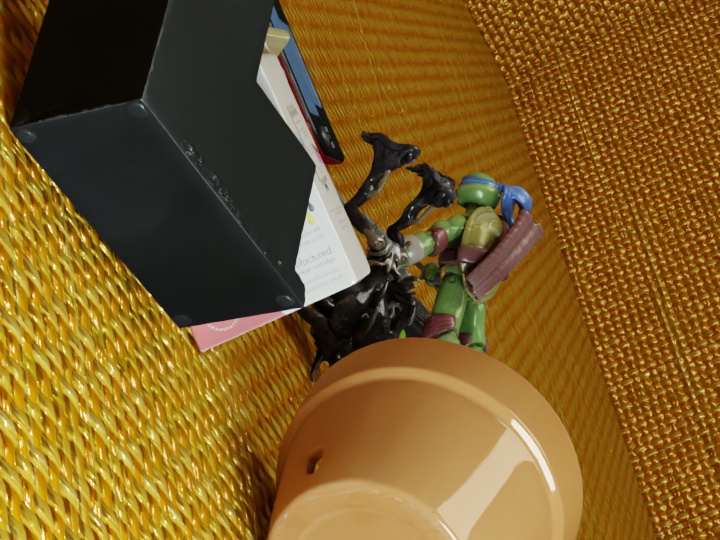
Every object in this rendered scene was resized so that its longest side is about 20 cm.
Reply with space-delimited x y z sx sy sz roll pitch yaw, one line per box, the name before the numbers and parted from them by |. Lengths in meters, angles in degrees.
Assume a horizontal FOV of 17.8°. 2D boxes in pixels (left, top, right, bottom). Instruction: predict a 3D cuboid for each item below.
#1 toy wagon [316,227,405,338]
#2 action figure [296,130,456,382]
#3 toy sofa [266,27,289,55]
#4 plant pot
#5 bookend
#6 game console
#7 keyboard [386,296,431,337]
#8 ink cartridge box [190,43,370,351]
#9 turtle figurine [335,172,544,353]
toy wagon | -0.004 0.029 1.945 0.155 0.039 0.201 56 14 -48
action figure | 0.000 0.000 1.801 0.119 0.201 0.102 30 -10 -26
toy sofa | -0.130 -0.222 1.737 0.083 0.098 0.201 7 51 -33
plant pot | 0.027 0.160 1.433 0.201 0.199 0.140 64 26 -13
bookend | -0.101 -0.107 1.386 0.199 0.092 0.201 53 37 -44
game console | -0.068 -0.193 2.134 0.177 0.031 0.201 -9 77 -79
keyboard | 0.062 0.066 2.268 0.200 0.021 0.128 42 27 -66
ink cartridge box | -0.088 -0.064 1.488 0.201 0.116 0.067 65 11 -1
turtle figurine | 0.051 0.017 1.939 0.144 0.199 0.195 110 -19 -72
